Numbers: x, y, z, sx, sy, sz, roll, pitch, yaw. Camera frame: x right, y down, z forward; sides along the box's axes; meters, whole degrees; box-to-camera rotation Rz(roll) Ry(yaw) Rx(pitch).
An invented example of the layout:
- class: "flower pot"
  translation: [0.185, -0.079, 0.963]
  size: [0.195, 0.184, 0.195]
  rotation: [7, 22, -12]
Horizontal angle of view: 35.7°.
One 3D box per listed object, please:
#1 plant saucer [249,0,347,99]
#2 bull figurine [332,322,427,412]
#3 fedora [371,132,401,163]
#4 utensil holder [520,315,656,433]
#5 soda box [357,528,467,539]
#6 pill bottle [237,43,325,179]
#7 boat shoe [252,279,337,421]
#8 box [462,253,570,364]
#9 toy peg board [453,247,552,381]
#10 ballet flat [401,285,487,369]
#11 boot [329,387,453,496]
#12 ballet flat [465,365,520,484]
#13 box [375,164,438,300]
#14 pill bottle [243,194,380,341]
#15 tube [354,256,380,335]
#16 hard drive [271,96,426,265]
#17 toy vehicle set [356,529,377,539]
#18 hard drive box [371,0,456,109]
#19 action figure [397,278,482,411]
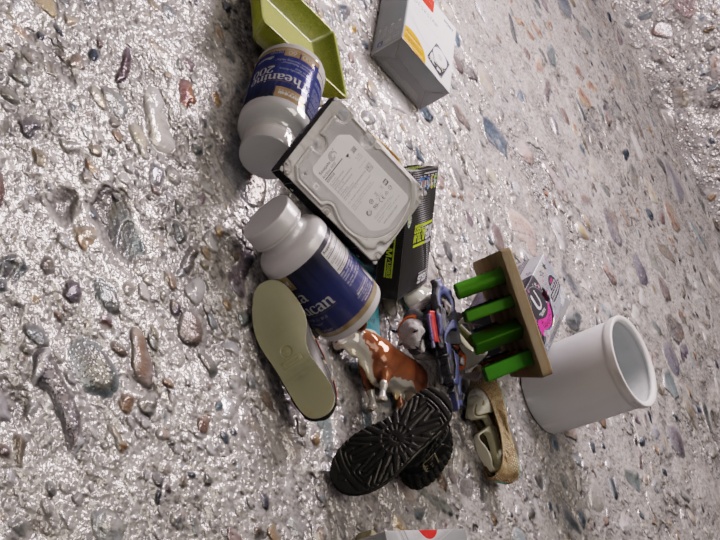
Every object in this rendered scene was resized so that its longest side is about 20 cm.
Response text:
- class: "plant saucer"
  translation: [-0.110, -0.374, 1.778]
  size: [0.199, 0.048, 0.201]
  rotation: [38, 28, -36]
- class: "bull figurine"
  translation: [0.037, 0.155, 1.661]
  size: [0.199, 0.065, 0.123]
  rotation: [29, 50, -43]
- class: "fedora"
  translation: [0.007, -0.168, 1.756]
  size: [0.200, 0.082, 0.201]
  rotation: [38, 19, -16]
- class: "utensil holder"
  translation: [0.418, 0.197, 2.063]
  size: [0.169, 0.198, 0.172]
  rotation: [34, 43, -40]
- class: "soda box"
  translation: [0.073, 0.389, 1.508]
  size: [0.199, 0.063, 0.069]
  rotation: [16, 56, -51]
- class: "pill bottle"
  translation: [-0.119, -0.232, 1.640]
  size: [0.111, 0.110, 0.202]
  rotation: [43, 38, -30]
- class: "boat shoe"
  translation: [-0.091, 0.110, 1.509]
  size: [0.063, 0.073, 0.204]
  rotation: [80, -16, -75]
- class: "box"
  translation: [0.279, 0.075, 2.002]
  size: [0.116, 0.131, 0.200]
  rotation: [58, 33, -13]
- class: "toy peg board"
  translation: [0.203, 0.084, 1.774]
  size: [0.199, 0.096, 0.203]
  rotation: [146, -74, -81]
- class: "ballet flat"
  translation: [0.145, 0.084, 1.865]
  size: [0.200, 0.069, 0.070]
  rotation: [49, 36, -24]
- class: "boot"
  translation: [0.051, 0.269, 1.588]
  size: [0.080, 0.209, 0.159]
  rotation: [50, -18, 26]
- class: "ballet flat"
  translation: [0.211, 0.255, 1.852]
  size: [0.065, 0.070, 0.203]
  rotation: [-2, 67, -40]
- class: "box"
  translation: [0.074, -0.064, 1.752]
  size: [0.200, 0.047, 0.197]
  rotation: [-22, 117, -73]
- class: "pill bottle"
  translation: [-0.071, -0.006, 1.564]
  size: [0.200, 0.110, 0.112]
  rotation: [49, 36, -24]
- class: "tube"
  translation: [0.000, 0.000, 1.730]
  size: [0.077, 0.050, 0.203]
  rotation: [20, 57, -45]
- class: "hard drive"
  translation: [-0.013, -0.125, 1.578]
  size: [0.200, 0.038, 0.140]
  rotation: [45, 71, -19]
- class: "toy vehicle set"
  translation: [0.053, 0.463, 1.517]
  size: [0.200, 0.026, 0.125]
  rotation: [49, 36, -25]
- class: "hard drive box"
  translation: [0.104, -0.436, 2.135]
  size: [0.156, 0.076, 0.202]
  rotation: [43, 38, -33]
- class: "action figure"
  translation: [0.116, 0.127, 1.721]
  size: [0.193, 0.103, 0.203]
  rotation: [26, 55, -54]
